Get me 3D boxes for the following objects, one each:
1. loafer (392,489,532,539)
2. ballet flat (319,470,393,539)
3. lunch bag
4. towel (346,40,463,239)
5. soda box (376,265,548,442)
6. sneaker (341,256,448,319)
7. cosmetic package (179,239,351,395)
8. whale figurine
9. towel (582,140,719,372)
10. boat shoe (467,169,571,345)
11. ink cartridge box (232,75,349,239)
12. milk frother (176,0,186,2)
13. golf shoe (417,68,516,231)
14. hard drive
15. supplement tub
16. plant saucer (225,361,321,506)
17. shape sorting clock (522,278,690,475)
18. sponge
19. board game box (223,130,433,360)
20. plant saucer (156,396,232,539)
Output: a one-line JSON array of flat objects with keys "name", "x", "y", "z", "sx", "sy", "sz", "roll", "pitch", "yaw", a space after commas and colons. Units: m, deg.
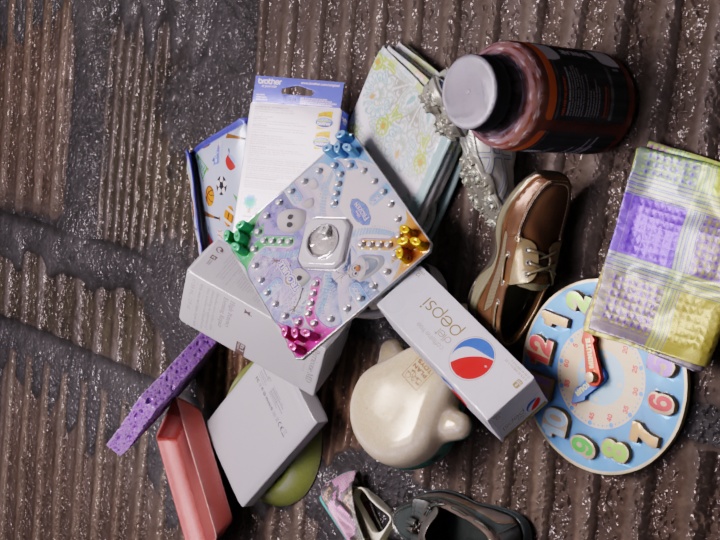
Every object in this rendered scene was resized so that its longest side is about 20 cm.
[{"name": "loafer", "x": 0.100, "y": 0.288, "z": 1.521, "sx": 0.200, "sy": 0.063, "sz": 0.072, "roll": -3, "pitch": 89, "yaw": 47}, {"name": "ballet flat", "x": 0.020, "y": 0.326, "z": 1.618, "sx": 0.071, "sy": 0.069, "sz": 0.200, "roll": -41, "pitch": 61, "yaw": 19}, {"name": "lunch bag", "x": -0.154, "y": -0.089, "z": 1.741, "sx": 0.200, "sy": 0.124, "sz": 0.171, "roll": -20, "pitch": 77, "yaw": 50}, {"name": "towel", "x": 0.051, "y": -0.144, "z": 1.571, "sx": 0.171, "sy": 0.048, "sz": 0.200, "roll": 48, "pitch": 124, "yaw": 39}, {"name": "soda box", "x": 0.107, "y": 0.087, "z": 1.438, "sx": 0.068, "sy": 0.064, "sz": 0.200, "roll": -41, "pitch": 53, "yaw": -4}, {"name": "sneaker", "x": 0.000, "y": 0.000, "z": 1.580, "sx": 0.200, "sy": 0.115, "sz": 0.075, "roll": 30, "pitch": 113, "yaw": 43}, {"name": "cosmetic package", "x": -0.118, "y": 0.058, "z": 1.662, "sx": 0.200, "sy": 0.074, "sz": 0.102, "roll": 29, "pitch": 139, "yaw": 12}, {"name": "whale figurine", "x": 0.083, "y": 0.135, "z": 1.529, "sx": 0.200, "sy": 0.104, "sz": 0.159, "roll": -50, "pitch": 53, "yaw": 7}, {"name": "towel", "x": 0.299, "y": -0.013, "z": 1.300, "sx": 0.143, "sy": 0.023, "sz": 0.201, "roll": 24, "pitch": 102, "yaw": 39}, {"name": "boat shoe", "x": 0.178, "y": -0.008, "z": 1.411, "sx": 0.074, "sy": 0.075, "sz": 0.200, "roll": -120, "pitch": 38, "yaw": -47}, {"name": "ink cartridge box", "x": -0.081, "y": -0.128, "z": 1.610, "sx": 0.119, "sy": 0.042, "sz": 0.201, "roll": 6, "pitch": 88, "yaw": 18}, {"name": "milk frother", "x": -0.291, "y": -0.469, "z": 1.824, "sx": 0.200, "sy": 0.188, "sz": 0.181, "roll": -3, "pitch": 91, "yaw": 47}, {"name": "golf shoe", "x": 0.146, "y": -0.131, "z": 1.446, "sx": 0.200, "sy": 0.097, "sz": 0.078, "roll": 64, "pitch": 169, "yaw": -11}, {"name": "hard drive", "x": -0.125, "y": 0.197, "z": 1.745, "sx": 0.200, "sy": 0.027, "sz": 0.132, "roll": -50, "pitch": 56, "yaw": 36}, {"name": "supplement tub", "x": 0.173, "y": -0.169, "z": 1.321, "sx": 0.107, "sy": 0.200, "sz": 0.107, "roll": 2, "pitch": 93, "yaw": 46}, {"name": "plant saucer", "x": -0.127, "y": 0.215, "z": 1.791, "sx": 0.200, "sy": 0.031, "sz": 0.201, "roll": 3, "pitch": 94, "yaw": 47}, {"name": "shape sorting clock", "x": 0.244, "y": 0.108, "z": 1.374, "sx": 0.200, "sy": 0.039, "sz": 0.201, "roll": 3, "pitch": 94, "yaw": 48}, {"name": "sponge", "x": -0.259, "y": 0.158, "z": 1.822, "sx": 0.030, "sy": 0.200, "sz": 0.112, "roll": 38, "pitch": 127, "yaw": 1}, {"name": "board game box", "x": -0.044, "y": -0.033, "z": 1.522, "sx": 0.200, "sy": 0.026, "sz": 0.200, "roll": -40, "pitch": 56, "yaw": 10}, {"name": "plant saucer", "x": -0.227, "y": 0.290, "z": 1.858, "sx": 0.200, "sy": 0.037, "sz": 0.200, "roll": 125, "pitch": 129, "yaw": -62}]
